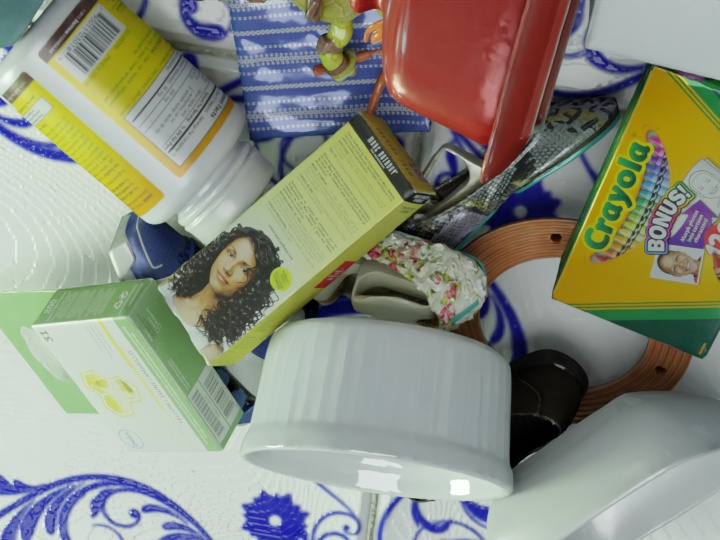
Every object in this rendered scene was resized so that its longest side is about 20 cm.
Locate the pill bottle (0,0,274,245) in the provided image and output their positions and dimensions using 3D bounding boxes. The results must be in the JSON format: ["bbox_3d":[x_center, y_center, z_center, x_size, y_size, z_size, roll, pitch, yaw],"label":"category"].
[{"bbox_3d":[-0.160,-0.111,1.288,0.200,0.110,0.109,41,117,-13],"label":"pill bottle"}]

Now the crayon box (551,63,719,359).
[{"bbox_3d":[0.220,-0.049,1.212,0.118,0.058,0.201,21,126,3],"label":"crayon box"}]

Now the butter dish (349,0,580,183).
[{"bbox_3d":[0.063,-0.171,1.153,0.146,0.200,0.202,18,99,7],"label":"butter dish"}]

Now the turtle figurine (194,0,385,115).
[{"bbox_3d":[-0.033,-0.194,1.225,0.159,0.065,0.202,15,122,4],"label":"turtle figurine"}]

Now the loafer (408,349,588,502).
[{"bbox_3d":[0.089,0.131,1.385,0.073,0.072,0.200,39,128,-17],"label":"loafer"}]

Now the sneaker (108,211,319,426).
[{"bbox_3d":[-0.096,0.018,1.371,0.114,0.081,0.200,-27,117,17],"label":"sneaker"}]

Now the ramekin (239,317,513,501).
[{"bbox_3d":[0.017,0.101,1.290,0.198,0.201,0.099,7,76,6],"label":"ramekin"}]

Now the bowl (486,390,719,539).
[{"bbox_3d":[0.195,0.155,1.346,0.199,0.199,0.075,-37,69,26],"label":"bowl"}]

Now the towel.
[{"bbox_3d":[-0.026,-0.188,1.274,0.143,0.024,0.202,-2,118,11],"label":"towel"}]

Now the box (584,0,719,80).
[{"bbox_3d":[0.253,-0.196,1.150,0.198,0.153,0.107,13,120,1],"label":"box"}]

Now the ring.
[{"bbox_3d":[0.154,0.037,1.350,0.198,0.019,0.202,8,130,9],"label":"ring"}]

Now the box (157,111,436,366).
[{"bbox_3d":[-0.046,-0.020,1.266,0.200,0.050,0.076,-41,75,14],"label":"box"}]

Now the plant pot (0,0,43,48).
[{"bbox_3d":[-0.268,-0.227,1.201,0.134,0.201,0.201,30,119,-16],"label":"plant pot"}]

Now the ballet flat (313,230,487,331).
[{"bbox_3d":[0.000,0.000,1.301,0.198,0.064,0.076,13,139,34],"label":"ballet flat"}]

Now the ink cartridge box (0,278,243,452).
[{"bbox_3d":[-0.205,0.077,1.377,0.198,0.048,0.146,-6,130,36],"label":"ink cartridge box"}]

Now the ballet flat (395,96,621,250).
[{"bbox_3d":[0.094,-0.076,1.288,0.200,0.072,0.072,-39,106,25],"label":"ballet flat"}]
